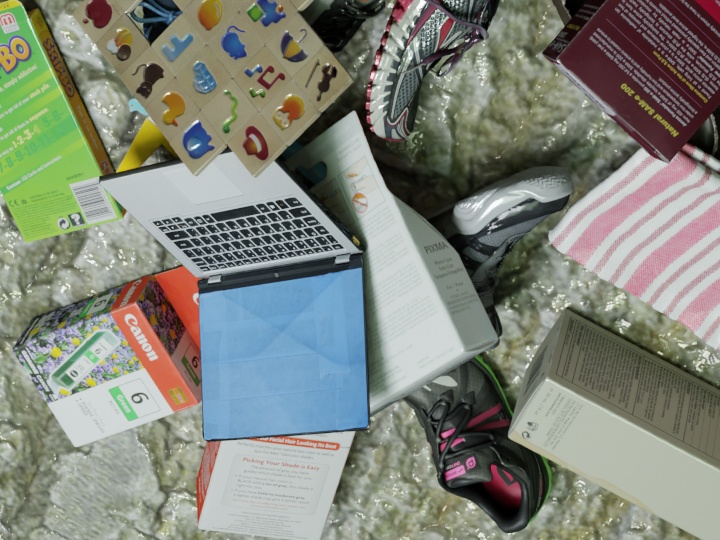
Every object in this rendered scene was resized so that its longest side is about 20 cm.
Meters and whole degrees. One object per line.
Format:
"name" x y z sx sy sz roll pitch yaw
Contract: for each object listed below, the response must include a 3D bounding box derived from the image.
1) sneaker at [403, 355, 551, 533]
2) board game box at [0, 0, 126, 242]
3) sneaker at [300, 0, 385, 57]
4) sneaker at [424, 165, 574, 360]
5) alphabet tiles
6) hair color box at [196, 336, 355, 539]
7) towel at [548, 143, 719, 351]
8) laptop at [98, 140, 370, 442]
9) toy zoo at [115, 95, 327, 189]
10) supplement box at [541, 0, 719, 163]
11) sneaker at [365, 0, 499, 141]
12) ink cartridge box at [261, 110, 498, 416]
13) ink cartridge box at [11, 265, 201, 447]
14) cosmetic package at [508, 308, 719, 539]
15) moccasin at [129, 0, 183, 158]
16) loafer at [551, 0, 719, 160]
"sneaker" 0.087 0.132 1.572 0.077 0.084 0.200 -34 107 29
"board game box" -0.267 -0.121 1.550 0.095 0.030 0.201 -12 119 21
"sneaker" -0.020 -0.198 1.390 0.080 0.073 0.201 54 134 34
"sneaker" 0.095 0.000 1.480 0.199 0.075 0.115 -25 93 33
"alphabet tiles" -0.097 -0.172 1.375 0.167 0.008 0.200 -43 69 12
"hair color box" -0.065 0.129 1.609 0.110 0.064 0.201 9 126 -14
"towel" 0.257 -0.012 1.439 0.199 0.030 0.146 30 136 -13
"laptop" -0.097 0.021 1.455 0.186 0.117 0.200 -9 136 43
"toy zoo" -0.106 -0.071 1.536 0.200 0.021 0.131 41 120 -11
"supplement box" 0.229 -0.185 1.304 0.109 0.061 0.200 41 94 -11
"sneaker" 0.057 -0.176 1.395 0.074 0.081 0.201 22 124 -1
"ink cartridge box" 0.000 0.000 1.476 0.160 0.047 0.201 -33 77 42
"ink cartridge box" -0.183 0.068 1.628 0.199 0.050 0.110 -20 113 25
"cosmetic package" 0.225 0.125 1.520 0.199 0.104 0.073 29 125 -2
"moccasin" -0.123 -0.169 1.440 0.080 0.068 0.202 -10 105 21
"loafer" 0.192 -0.144 1.382 0.073 0.072 0.200 -30 109 29
